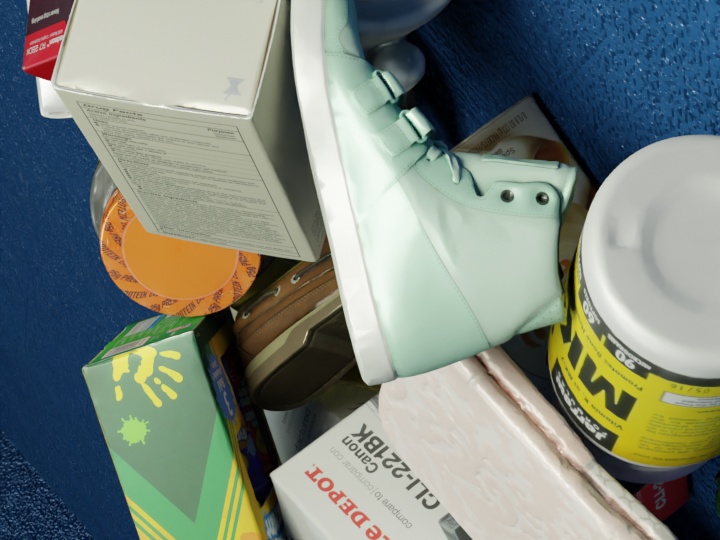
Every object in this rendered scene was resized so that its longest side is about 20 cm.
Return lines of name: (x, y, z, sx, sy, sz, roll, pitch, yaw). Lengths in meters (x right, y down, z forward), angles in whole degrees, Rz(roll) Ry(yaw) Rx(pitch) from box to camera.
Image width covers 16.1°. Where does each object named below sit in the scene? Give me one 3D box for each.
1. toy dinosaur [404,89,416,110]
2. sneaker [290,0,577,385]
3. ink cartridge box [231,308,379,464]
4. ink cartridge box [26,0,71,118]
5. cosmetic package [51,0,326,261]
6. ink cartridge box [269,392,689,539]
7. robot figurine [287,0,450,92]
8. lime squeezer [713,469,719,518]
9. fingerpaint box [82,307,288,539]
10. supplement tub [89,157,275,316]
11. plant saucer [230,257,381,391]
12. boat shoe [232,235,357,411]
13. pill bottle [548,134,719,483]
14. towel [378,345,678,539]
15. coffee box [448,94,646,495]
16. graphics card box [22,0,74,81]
toy dinosaur: (-0.010, -0.115, 1.440, 0.200, 0.086, 0.136, 44, 144, 0)
sneaker: (0.035, -0.057, 1.166, 0.074, 0.118, 0.201, 74, -177, -85)
ink cartridge box: (-0.055, 0.115, 1.720, 0.200, 0.086, 0.147, 34, 119, 43)
ink cartridge box: (-0.186, -0.200, 1.595, 0.161, 0.050, 0.201, -110, 12, -83)
cosmetic package: (-0.076, -0.076, 1.276, 0.103, 0.073, 0.200, 10, 162, 11)
ink cartridge box: (0.069, 0.127, 1.478, 0.144, 0.200, 0.084, 42, 160, 35)
robot figurine: (-0.012, -0.163, 1.276, 0.200, 0.113, 0.170, 167, 86, -73)
lime squeezer: (0.217, 0.120, 1.338, 0.071, 0.038, 0.200, 44, 160, 31)
fingerpaint box: (-0.095, 0.112, 1.532, 0.200, 0.073, 0.167, -63, -45, -84)
supplement tub: (-0.097, -0.066, 1.551, 0.200, 0.122, 0.123, -82, -31, -57)
plant saucer: (-0.029, 0.016, 1.661, 0.200, 0.049, 0.200, 33, -173, 32)
boat shoe: (0.000, 0.000, 1.488, 0.072, 0.200, 0.068, 30, -149, -50)
pill bottle: (0.149, 0.027, 1.203, 0.114, 0.114, 0.200, 50, 163, 16)
towel: (0.079, 0.105, 1.305, 0.191, 0.032, 0.200, 48, 162, 16)
coffee box: (0.096, 0.024, 1.351, 0.200, 0.114, 0.080, 54, 163, -2)
graphics card box: (-0.126, -0.206, 1.370, 0.125, 0.051, 0.201, -9, 72, 56)
